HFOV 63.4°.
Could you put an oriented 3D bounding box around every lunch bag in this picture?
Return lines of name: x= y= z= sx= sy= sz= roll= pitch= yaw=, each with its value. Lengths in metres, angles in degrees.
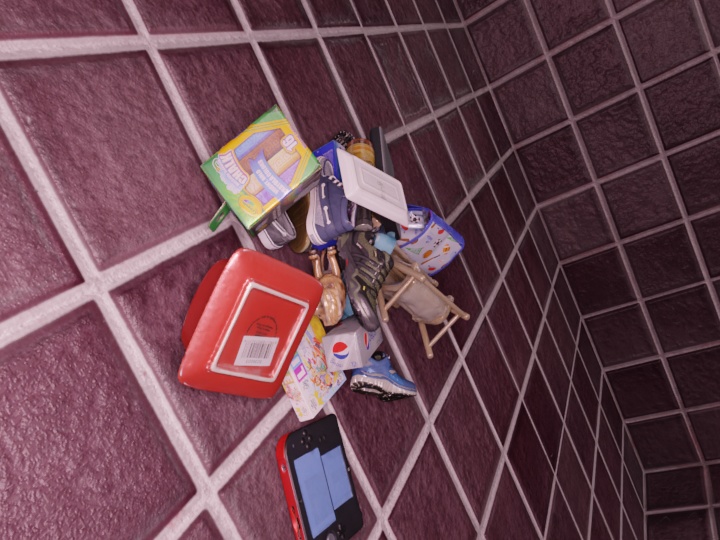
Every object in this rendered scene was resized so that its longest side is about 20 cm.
lunch bag: x=0.126 y=-0.065 z=1.362 sx=0.168 sy=0.196 sz=0.128 roll=28 pitch=49 yaw=-46

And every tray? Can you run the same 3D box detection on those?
tray: x=0.032 y=-0.160 z=1.119 sx=0.197 sy=0.022 sz=0.111 roll=19 pitch=54 yaw=-49

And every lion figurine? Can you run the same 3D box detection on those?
lion figurine: x=-0.061 y=0.024 z=1.100 sx=0.200 sy=0.070 sz=0.127 roll=-78 pitch=156 yaw=-81

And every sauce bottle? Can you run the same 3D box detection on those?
sauce bottle: x=0.003 y=-0.168 z=1.173 sx=0.065 sy=0.065 sz=0.207 roll=28 pitch=49 yaw=-47

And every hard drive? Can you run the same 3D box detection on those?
hard drive: x=0.054 y=-0.189 z=1.273 sx=0.141 sy=0.032 sz=0.206 roll=64 pitch=18 yaw=-56

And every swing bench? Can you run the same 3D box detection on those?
swing bench: x=0.100 y=0.045 z=1.257 sx=0.198 sy=0.130 sz=0.201 roll=37 pitch=12 yaw=-42

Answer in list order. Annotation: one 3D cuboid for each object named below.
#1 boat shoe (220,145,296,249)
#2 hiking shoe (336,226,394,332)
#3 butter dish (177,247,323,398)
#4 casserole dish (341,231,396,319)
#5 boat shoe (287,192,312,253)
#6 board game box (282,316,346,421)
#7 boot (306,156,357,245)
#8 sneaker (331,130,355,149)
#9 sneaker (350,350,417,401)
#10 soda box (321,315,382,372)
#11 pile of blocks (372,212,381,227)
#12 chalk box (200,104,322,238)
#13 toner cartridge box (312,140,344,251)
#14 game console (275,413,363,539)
boat shoe: x=-0.179 y=-0.137 z=1.039 sx=0.205 sy=0.066 sz=0.072 roll=64 pitch=31 yaw=-10
hiking shoe: x=0.018 y=0.008 z=1.052 sx=0.076 sy=0.097 sz=0.206 roll=77 pitch=-2 yaw=-64
butter dish: x=-0.182 y=0.064 z=0.859 sx=0.198 sy=0.146 sz=0.205 roll=24 pitch=92 yaw=-51
casserole dish: x=0.000 y=0.000 z=1.157 sx=0.038 sy=0.121 sz=0.204 roll=34 pitch=85 yaw=-18
boat shoe: x=-0.105 y=-0.124 z=1.146 sx=0.064 sy=0.072 sz=0.207 roll=23 pitch=54 yaw=-43
board game box: x=-0.106 y=0.139 z=1.031 sx=0.134 sy=0.033 sz=0.205 roll=-38 pitch=105 yaw=-58
boot: x=-0.048 y=-0.144 z=1.103 sx=0.073 sy=0.088 sz=0.206 roll=43 pitch=38 yaw=-48
sneaker: x=-0.009 y=-0.240 z=1.347 sx=0.203 sy=0.066 sz=0.091 roll=60 pitch=6 yaw=37
sneaker: x=0.054 y=0.214 z=1.203 sx=0.198 sy=0.077 sz=0.092 roll=31 pitch=50 yaw=-46
soda box: x=-0.011 y=0.130 z=1.099 sx=0.200 sy=0.066 sz=0.066 roll=-28 pitch=107 yaw=-75
pile of blocks: x=-0.028 y=-0.141 z=1.250 sx=0.081 sy=0.062 sz=0.202 roll=25 pitch=23 yaw=-48
chalk box: x=-0.174 y=-0.141 z=0.945 sx=0.125 sy=0.198 sz=0.124 roll=51 pitch=-8 yaw=-2
toner cartridge box: x=-0.068 y=-0.154 z=1.204 sx=0.043 sy=0.093 sz=0.207 roll=21 pitch=56 yaw=-52
game console: x=-0.063 y=0.359 z=0.977 sx=0.175 sy=0.030 sz=0.207 roll=-3 pitch=76 yaw=-58
